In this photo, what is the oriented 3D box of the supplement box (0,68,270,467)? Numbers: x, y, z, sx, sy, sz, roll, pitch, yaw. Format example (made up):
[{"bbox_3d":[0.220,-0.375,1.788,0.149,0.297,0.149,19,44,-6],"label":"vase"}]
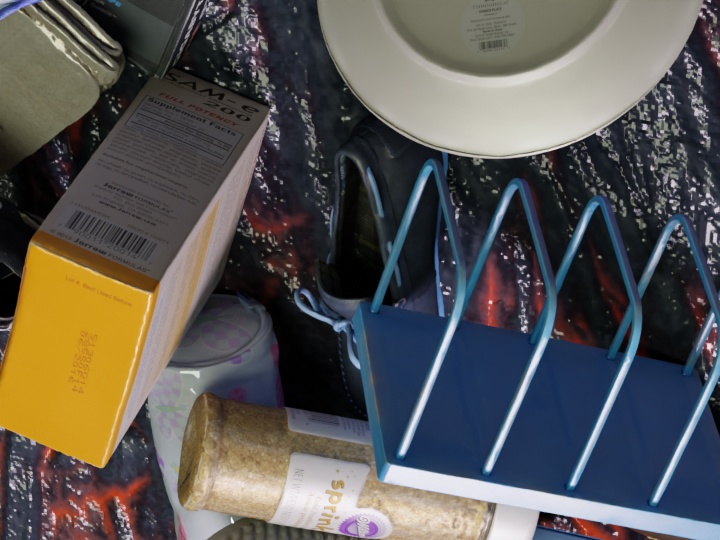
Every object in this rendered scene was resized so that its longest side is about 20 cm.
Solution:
[{"bbox_3d":[-0.124,-0.006,1.424,0.073,0.200,0.126,22,125,5],"label":"supplement box"}]

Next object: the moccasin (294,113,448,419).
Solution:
[{"bbox_3d":[0.000,0.000,1.447,0.080,0.068,0.201,25,129,38],"label":"moccasin"}]

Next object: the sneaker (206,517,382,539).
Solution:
[{"bbox_3d":[-0.024,0.180,1.505,0.078,0.199,0.080,49,135,29],"label":"sneaker"}]

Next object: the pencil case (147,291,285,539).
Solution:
[{"bbox_3d":[-0.082,0.112,1.550,0.091,0.083,0.201,30,138,50],"label":"pencil case"}]

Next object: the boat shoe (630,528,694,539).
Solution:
[{"bbox_3d":[0.200,0.128,1.457,0.199,0.071,0.070,23,163,2],"label":"boat shoe"}]

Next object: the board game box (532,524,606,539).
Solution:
[{"bbox_3d":[0.125,0.225,1.464,0.199,0.152,0.037,9,157,38],"label":"board game box"}]

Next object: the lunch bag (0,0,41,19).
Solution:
[{"bbox_3d":[-0.169,-0.211,1.316,0.199,0.076,0.161,-13,100,12],"label":"lunch bag"}]

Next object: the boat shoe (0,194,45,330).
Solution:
[{"bbox_3d":[-0.201,0.008,1.478,0.075,0.093,0.200,-37,144,8],"label":"boat shoe"}]

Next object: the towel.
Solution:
[{"bbox_3d":[-0.218,-0.122,1.461,0.133,0.035,0.200,44,145,-14],"label":"towel"}]

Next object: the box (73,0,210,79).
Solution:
[{"bbox_3d":[-0.157,-0.218,1.402,0.199,0.046,0.159,31,127,3],"label":"box"}]

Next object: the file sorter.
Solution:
[{"bbox_3d":[0.114,0.038,1.349,0.199,0.139,0.123,12,123,-15],"label":"file sorter"}]

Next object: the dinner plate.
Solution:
[{"bbox_3d":[0.071,-0.153,1.278,0.199,0.024,0.201,-4,76,17],"label":"dinner plate"}]

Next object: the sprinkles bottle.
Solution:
[{"bbox_3d":[0.000,0.117,1.473,0.199,0.068,0.068,11,127,-13],"label":"sprinkles bottle"}]
